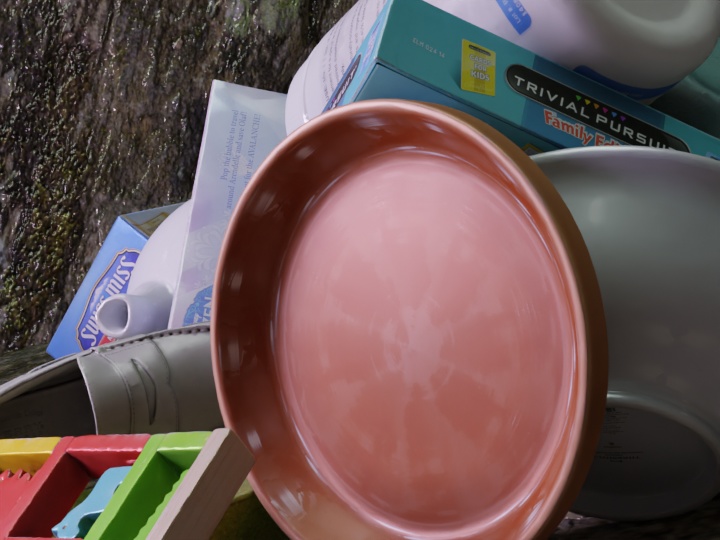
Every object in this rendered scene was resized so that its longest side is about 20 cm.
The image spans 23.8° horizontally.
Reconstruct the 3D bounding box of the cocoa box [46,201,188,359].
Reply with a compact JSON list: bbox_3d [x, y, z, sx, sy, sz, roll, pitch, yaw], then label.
[{"bbox_3d":[-0.124,0.034,1.345,0.134,0.131,0.200,-58,-15,19],"label":"cocoa box"}]

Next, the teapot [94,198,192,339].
[{"bbox_3d":[-0.037,0.031,1.017,0.200,0.198,0.146,-48,13,-21],"label":"teapot"}]

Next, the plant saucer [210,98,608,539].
[{"bbox_3d":[0.018,0.031,0.703,0.199,0.203,0.032,-9,-1,41],"label":"plant saucer"}]

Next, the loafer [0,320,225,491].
[{"bbox_3d":[-0.113,0.068,0.812,0.198,0.071,0.070,-21,-11,-3],"label":"loafer"}]

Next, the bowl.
[{"bbox_3d":[0.112,0.045,0.737,0.199,0.091,0.202,7,-36,5],"label":"bowl"}]

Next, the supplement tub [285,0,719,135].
[{"bbox_3d":[0.065,-0.105,0.828,0.131,0.133,0.200,-15,-15,-42],"label":"supplement tub"}]

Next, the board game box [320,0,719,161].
[{"bbox_3d":[0.072,-0.026,0.778,0.198,0.047,0.151,24,-39,-10],"label":"board game box"}]

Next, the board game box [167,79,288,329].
[{"bbox_3d":[0.000,0.000,0.935,0.197,0.202,0.044,11,-36,-6],"label":"board game box"}]

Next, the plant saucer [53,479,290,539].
[{"bbox_3d":[-0.107,0.129,0.825,0.198,0.048,0.199,-9,4,40],"label":"plant saucer"}]

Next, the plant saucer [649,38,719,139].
[{"bbox_3d":[0.222,-0.083,0.849,0.197,0.036,0.201,4,29,-2],"label":"plant saucer"}]

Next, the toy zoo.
[{"bbox_3d":[-0.145,0.122,0.695,0.199,0.021,0.132,-7,39,42],"label":"toy zoo"}]
